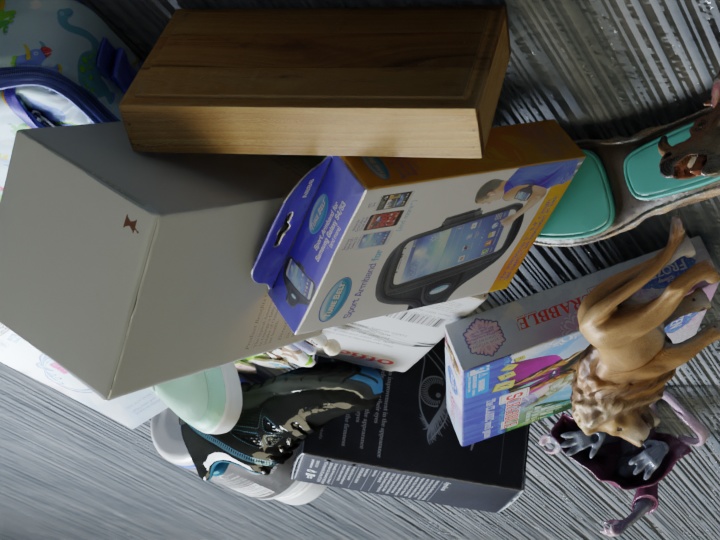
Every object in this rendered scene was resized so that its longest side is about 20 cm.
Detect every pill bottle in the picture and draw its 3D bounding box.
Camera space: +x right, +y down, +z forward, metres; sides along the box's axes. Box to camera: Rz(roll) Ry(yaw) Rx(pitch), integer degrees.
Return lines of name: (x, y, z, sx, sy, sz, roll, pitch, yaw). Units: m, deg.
pill bottle: (-0.120, 0.180, 1.502, 0.114, 0.114, 0.200, -8, 153, 36)

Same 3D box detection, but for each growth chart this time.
growth chart: (-0.106, 0.051, 1.094, 0.145, 0.018, 0.200, 28, 154, -31)

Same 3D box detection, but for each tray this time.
tray: (-0.023, -0.108, 0.777, 0.199, 0.099, 0.037, 3, 133, 16)

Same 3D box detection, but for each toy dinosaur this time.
toy dinosaur: (0.263, -0.080, 0.771, 0.135, 0.086, 0.200, 2, 175, 45)

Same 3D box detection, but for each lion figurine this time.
lion figurine: (0.182, 0.041, 0.938, 0.122, 0.073, 0.200, -27, 142, 5)

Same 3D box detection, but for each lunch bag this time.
lunch bag: (-0.202, -0.097, 0.907, 0.160, 0.083, 0.200, -3, 156, 21)

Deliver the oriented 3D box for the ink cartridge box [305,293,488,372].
ink cartridge box: (0.000, 0.000, 1.053, 0.144, 0.084, 0.200, 15, 157, -11)

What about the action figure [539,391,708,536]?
action figure: (0.265, 0.175, 1.406, 0.149, 0.134, 0.200, -42, 158, 7)

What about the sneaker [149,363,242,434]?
sneaker: (-0.178, 0.049, 0.985, 0.118, 0.200, 0.074, -17, 149, -53)

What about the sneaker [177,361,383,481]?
sneaker: (-0.063, 0.125, 1.167, 0.200, 0.082, 0.073, -13, 178, 32)

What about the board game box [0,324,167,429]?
board game box: (-0.192, 0.038, 1.165, 0.200, 0.043, 0.199, -32, 134, 24)

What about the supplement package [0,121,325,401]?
supplement package: (-0.108, -0.017, 0.841, 0.117, 0.117, 0.200, 31, -156, 27)

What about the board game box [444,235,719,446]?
board game box: (0.164, 0.061, 1.082, 0.199, 0.041, 0.200, -20, 158, -4)

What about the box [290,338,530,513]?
box: (0.049, 0.124, 1.252, 0.199, 0.148, 0.104, 11, 158, -4)

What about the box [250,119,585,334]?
box: (0.032, -0.026, 0.831, 0.200, 0.042, 0.119, -13, 143, -39)

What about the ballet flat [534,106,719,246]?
ballet flat: (0.174, -0.056, 0.883, 0.200, 0.068, 0.067, -9, 179, 42)
